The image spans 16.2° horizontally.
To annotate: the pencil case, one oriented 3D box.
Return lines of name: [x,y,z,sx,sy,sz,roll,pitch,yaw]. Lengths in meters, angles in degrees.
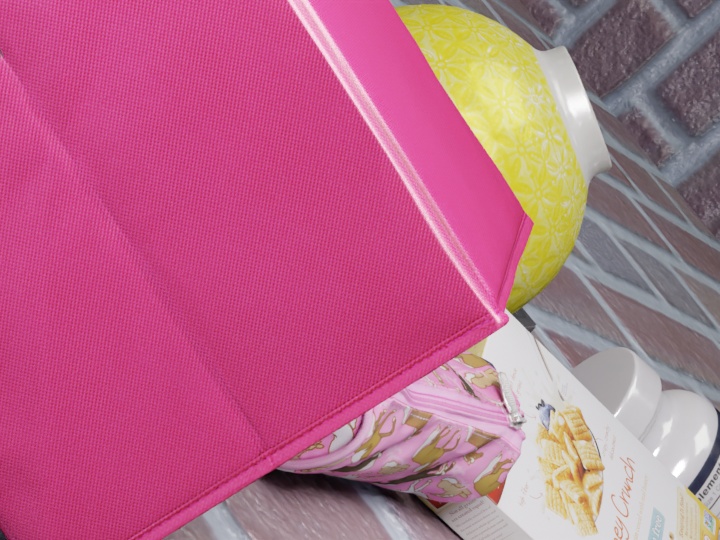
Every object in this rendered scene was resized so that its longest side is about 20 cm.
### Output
pencil case: [0.009,0.067,1.222,0.083,0.087,0.200,48,13,25]

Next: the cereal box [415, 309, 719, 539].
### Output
cereal box: [0.118,0.130,1.406,0.200,0.039,0.144,44,35,-19]

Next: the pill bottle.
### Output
pill bottle: [0.200,0.146,1.558,0.200,0.116,0.116,43,13,-18]

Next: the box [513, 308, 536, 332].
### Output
box: [0.025,-0.008,1.591,0.159,0.048,0.200,52,13,10]

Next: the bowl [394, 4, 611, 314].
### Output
bowl: [0.086,-0.078,1.505,0.200,0.107,0.201,-22,90,-86]

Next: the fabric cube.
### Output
fabric cube: [-0.071,-0.033,0.935,0.200,0.200,0.196,56,11,-5]
